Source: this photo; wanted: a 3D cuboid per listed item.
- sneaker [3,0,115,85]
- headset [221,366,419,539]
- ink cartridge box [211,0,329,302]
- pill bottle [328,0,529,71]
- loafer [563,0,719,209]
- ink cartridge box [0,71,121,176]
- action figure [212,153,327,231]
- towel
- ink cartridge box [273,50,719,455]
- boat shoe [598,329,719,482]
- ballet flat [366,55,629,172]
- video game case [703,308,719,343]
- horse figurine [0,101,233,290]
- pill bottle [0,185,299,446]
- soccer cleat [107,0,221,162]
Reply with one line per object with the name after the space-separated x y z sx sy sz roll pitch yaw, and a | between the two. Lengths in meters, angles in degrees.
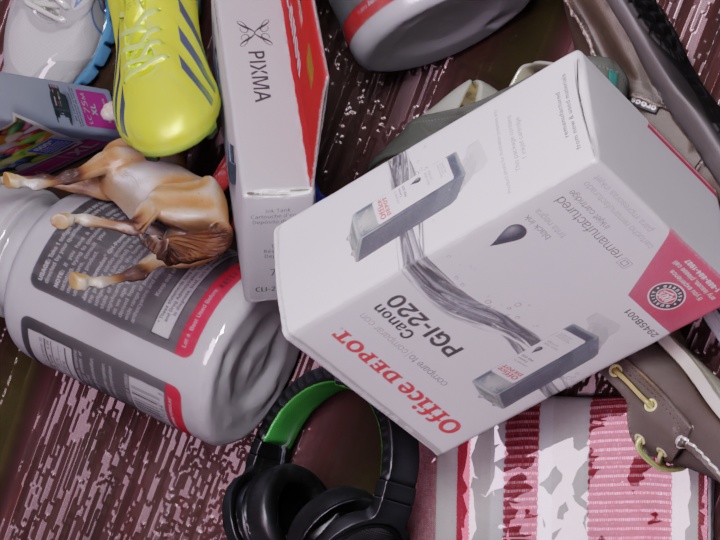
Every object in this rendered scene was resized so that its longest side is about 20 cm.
-0.182 -0.198 1.512 0.075 0.087 0.200 26 100 22 | sneaker
-0.019 0.157 1.427 0.123 0.094 0.200 14 84 49 | headset
-0.054 -0.114 1.366 0.045 0.176 0.200 -4 50 -7 | ink cartridge box
0.012 -0.226 1.408 0.114 0.114 0.200 -28 76 21 | pill bottle
0.148 -0.100 1.360 0.071 0.073 0.200 -36 73 19 | loafer
-0.244 -0.080 1.472 0.119 0.200 0.042 -24 77 23 | ink cartridge box
0.000 0.000 1.423 0.200 0.065 0.099 13 70 25 | action figure
0.105 0.143 1.399 0.200 0.023 0.144 -1 85 23 | towel
0.074 -0.004 1.289 0.200 0.146 0.085 -29 43 25 | ink cartridge box
0.169 0.072 1.331 0.060 0.072 0.200 -43 58 9 | boat shoe
0.079 -0.081 1.376 0.200 0.067 0.064 -10 63 53 | ballet flat
0.298 0.040 1.290 0.182 0.024 0.200 -37 73 20 | video game case
-0.129 -0.041 1.412 0.200 0.132 0.050 39 132 50 | horse figurine
-0.142 0.018 1.469 0.200 0.111 0.111 24 98 24 | pill bottle
-0.123 -0.139 1.432 0.065 0.084 0.200 -15 38 5 | soccer cleat
